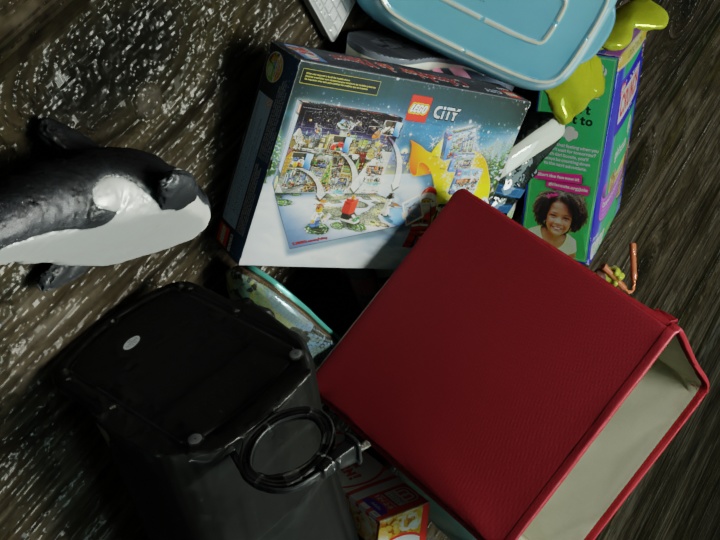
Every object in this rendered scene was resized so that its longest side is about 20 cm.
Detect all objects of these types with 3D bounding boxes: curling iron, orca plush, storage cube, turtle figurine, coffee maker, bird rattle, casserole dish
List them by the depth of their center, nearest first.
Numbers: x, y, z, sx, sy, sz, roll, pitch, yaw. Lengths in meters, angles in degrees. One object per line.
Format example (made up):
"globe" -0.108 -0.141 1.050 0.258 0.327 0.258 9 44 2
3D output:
"orca plush" -0.158 -0.039 0.513 0.200 0.071 0.105 -22 168 -46
"coffee maker" -0.073 0.135 0.591 0.134 0.192 0.200 -23 128 -14
"casserole dish" 0.088 -0.192 0.678 0.121 0.200 0.039 -60 -162 25
"storage cube" 0.109 0.080 0.701 0.200 0.180 0.171 -53 149 0
"curling iron" 0.000 0.000 0.757 0.050 0.026 0.200 -84 154 -60
"bird rattle" 0.125 -0.214 0.785 0.113 0.200 0.163 -53 -164 32
"turtle figurine" 0.241 0.048 1.150 0.161 0.064 0.200 12 104 -51

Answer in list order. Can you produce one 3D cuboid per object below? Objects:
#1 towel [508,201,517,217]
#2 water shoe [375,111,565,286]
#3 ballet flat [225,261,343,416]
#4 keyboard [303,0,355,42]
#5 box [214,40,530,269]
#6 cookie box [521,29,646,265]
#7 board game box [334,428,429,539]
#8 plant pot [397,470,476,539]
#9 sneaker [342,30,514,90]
"towel" 0.084 -0.031 0.909 0.149 0.031 0.200 18 92 -56
"water shoe" 0.092 -0.050 0.822 0.200 0.071 0.079 -39 117 -7
"ballet flat" -0.045 0.060 0.714 0.200 0.074 0.074 41 71 -54
"keyboard" -0.043 -0.229 0.618 0.056 0.011 0.200 -60 147 -18
"box" 0.012 -0.069 0.680 0.200 0.038 0.137 2 117 -39
"cookie box" 0.219 -0.132 0.982 0.171 0.075 0.200 -44 141 -57
"board game box" -0.021 0.224 0.748 0.046 0.151 0.200 -12 118 -35
"plant pot" 0.106 0.131 0.866 0.134 0.200 0.201 42 70 -51
"sneaker" 0.044 -0.130 0.764 0.200 0.070 0.082 -6 124 -50
